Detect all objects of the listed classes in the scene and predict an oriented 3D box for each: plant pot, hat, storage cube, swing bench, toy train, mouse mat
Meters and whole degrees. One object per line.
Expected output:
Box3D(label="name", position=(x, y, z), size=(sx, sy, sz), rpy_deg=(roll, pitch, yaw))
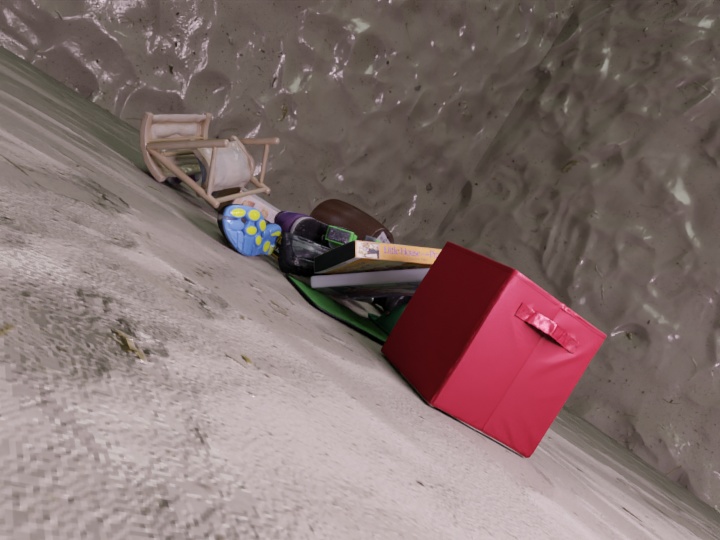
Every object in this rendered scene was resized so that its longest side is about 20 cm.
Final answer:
Box3D(label="plant pot", position=(-0.014, -0.078, 1.469), size=(0.199, 0.188, 0.186), rpy_deg=(16, -10, 46))
Box3D(label="hat", position=(0.135, 0.063, 1.063), size=(0.200, 0.177, 0.165), rpy_deg=(35, 5, 38))
Box3D(label="storage cube", position=(0.161, 0.094, 0.738), size=(0.170, 0.181, 0.200), rpy_deg=(31, 1, -22))
Box3D(label="swing bench", position=(-0.304, -0.231, 1.154), size=(0.199, 0.131, 0.199), rpy_deg=(22, 22, 17))
Box3D(label="toy train", position=(0.025, -0.037, 1.049), size=(0.198, 0.042, 0.056), rpy_deg=(16, -20, -4))
Box3D(label="mouse mat", position=(-0.022, 0.071, 0.916), size=(0.199, 0.008, 0.161), rpy_deg=(32, 2, -28))

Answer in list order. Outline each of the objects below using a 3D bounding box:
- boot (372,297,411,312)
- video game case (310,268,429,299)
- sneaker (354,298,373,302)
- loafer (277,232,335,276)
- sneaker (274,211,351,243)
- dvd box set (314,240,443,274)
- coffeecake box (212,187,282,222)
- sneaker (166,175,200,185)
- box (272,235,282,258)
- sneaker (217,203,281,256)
Box3D(label="boot", position=(0.048, 0.048, 1.437), size=(0.158, 0.080, 0.211), rpy_deg=(40, -7, 16))
Box3D(label="video game case", position=(0.034, 0.027, 0.992), size=(0.198, 0.023, 0.182), rpy_deg=(-4, -10, 13))
Box3D(label="sneaker", position=(0.000, 0.000, 1.168), size=(0.070, 0.081, 0.201), rpy_deg=(12, -19, 6))
Box3D(label="loafer", position=(-0.056, -0.020, 1.009), size=(0.199, 0.071, 0.068), rpy_deg=(14, -24, -39))
Box3D(label="sneaker", position=(-0.085, -0.071, 1.111), size=(0.087, 0.076, 0.200), rpy_deg=(30, 1, 37))
Box3D(label="dvd box set", position=(0.043, -0.013, 0.926), size=(0.198, 0.030, 0.146), rpy_deg=(5, -12, -30))
Box3D(label="coffeecake box", position=(-0.243, -0.131, 1.346), size=(0.199, 0.073, 0.153), rpy_deg=(31, 3, -37))
Box3D(label="sneaker", position=(-0.421, -0.227, 1.249), size=(0.099, 0.076, 0.200), rpy_deg=(13, 2, 2))
Box3D(label="box", position=(-0.125, -0.034, 1.204), size=(0.159, 0.050, 0.200), rpy_deg=(32, 2, 37))
Box3D(label="sneaker", position=(-0.186, -0.064, 0.905), size=(0.082, 0.071, 0.200), rpy_deg=(19, -1, 7))
